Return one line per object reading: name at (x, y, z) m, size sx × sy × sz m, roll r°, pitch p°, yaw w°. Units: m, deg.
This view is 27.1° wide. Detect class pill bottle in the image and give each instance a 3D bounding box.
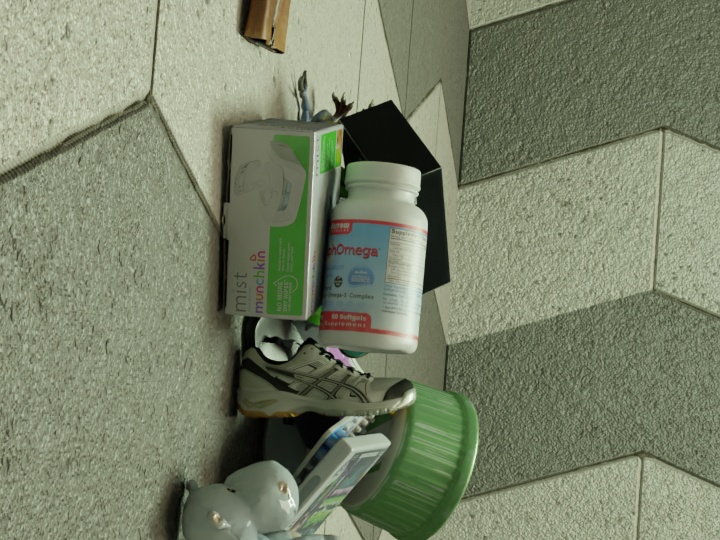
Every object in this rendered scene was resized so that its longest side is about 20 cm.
pill bottle at (0.016, -0.013, 1.626) m, size 0.109 × 0.108 × 0.201 m, roll 39°, pitch 55°, yaw -78°

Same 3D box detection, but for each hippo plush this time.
hippo plush at (-0.122, 0.272, 1.489) m, size 0.161 × 0.200 × 0.159 m, roll 68°, pitch -16°, yaw -15°

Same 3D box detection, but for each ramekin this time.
ramekin at (0.051, 0.231, 1.866) m, size 0.200 × 0.098 × 0.200 m, roll -48°, pitch -152°, yaw 37°

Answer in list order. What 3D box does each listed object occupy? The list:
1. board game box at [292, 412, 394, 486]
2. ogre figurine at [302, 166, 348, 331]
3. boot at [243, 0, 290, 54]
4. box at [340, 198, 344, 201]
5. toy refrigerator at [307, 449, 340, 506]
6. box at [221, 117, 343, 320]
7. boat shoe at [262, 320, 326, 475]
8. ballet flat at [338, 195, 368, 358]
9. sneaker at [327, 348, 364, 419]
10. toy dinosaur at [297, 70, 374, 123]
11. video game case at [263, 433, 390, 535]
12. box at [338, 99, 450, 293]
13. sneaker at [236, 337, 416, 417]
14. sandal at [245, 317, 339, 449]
board game box at (-0.039, 0.233, 1.758) m, size 0.200 × 0.026 × 0.200 m, roll -55°, pitch 168°, yaw 26°
ogre figurine at (-0.035, -0.014, 1.803) m, size 0.098 × 0.120 × 0.200 m, roll 48°, pitch -26°, yaw 52°
boot at (-0.074, -0.340, 1.650) m, size 0.188 × 0.068 × 0.201 m, roll -23°, pitch 117°, yaw -80°
box at (-0.039, -0.055, 1.955) m, size 0.200 × 0.070 × 0.064 m, roll -71°, pitch 163°, yaw -56°
toy refrigerator at (-0.064, 0.231, 1.936) m, size 0.200 × 0.070 × 0.076 m, roll 82°, pitch 12°, yaw -58°
box at (-0.084, -0.060, 1.622) m, size 0.176 × 0.096 × 0.201 m, roll -42°, pitch 137°, yaw -79°
boat shoe at (-0.084, 0.160, 1.810) m, size 0.066 × 0.070 × 0.201 m, roll 120°, pitch -24°, yaw -66°
ballet flat at (0.000, 0.000, 1.735) m, size 0.071 × 0.070 × 0.201 m, roll -55°, pitch 149°, yaw -72°
sneaker at (-0.043, 0.139, 1.945) m, size 0.201 × 0.072 × 0.114 m, roll 69°, pitch 17°, yaw -4°
toy dinosaur at (-0.038, -0.158, 1.897) m, size 0.182 × 0.105 × 0.200 m, roll -49°, pitch 160°, yaw -40°
video game case at (-0.049, 0.258, 1.674) m, size 0.182 × 0.023 × 0.200 m, roll -49°, pitch 168°, yaw 5°
box at (0.042, -0.082, 1.814) m, size 0.141 × 0.079 × 0.200 m, roll 54°, pitch -18°, yaw 39°
sneaker at (-0.038, 0.118, 1.650) m, size 0.076 × 0.199 × 0.088 m, roll 115°, pitch -25°, yaw -86°
sandal at (-0.068, 0.122, 1.730) m, size 0.200 × 0.043 × 0.076 m, roll 60°, pitch 43°, yaw -28°
